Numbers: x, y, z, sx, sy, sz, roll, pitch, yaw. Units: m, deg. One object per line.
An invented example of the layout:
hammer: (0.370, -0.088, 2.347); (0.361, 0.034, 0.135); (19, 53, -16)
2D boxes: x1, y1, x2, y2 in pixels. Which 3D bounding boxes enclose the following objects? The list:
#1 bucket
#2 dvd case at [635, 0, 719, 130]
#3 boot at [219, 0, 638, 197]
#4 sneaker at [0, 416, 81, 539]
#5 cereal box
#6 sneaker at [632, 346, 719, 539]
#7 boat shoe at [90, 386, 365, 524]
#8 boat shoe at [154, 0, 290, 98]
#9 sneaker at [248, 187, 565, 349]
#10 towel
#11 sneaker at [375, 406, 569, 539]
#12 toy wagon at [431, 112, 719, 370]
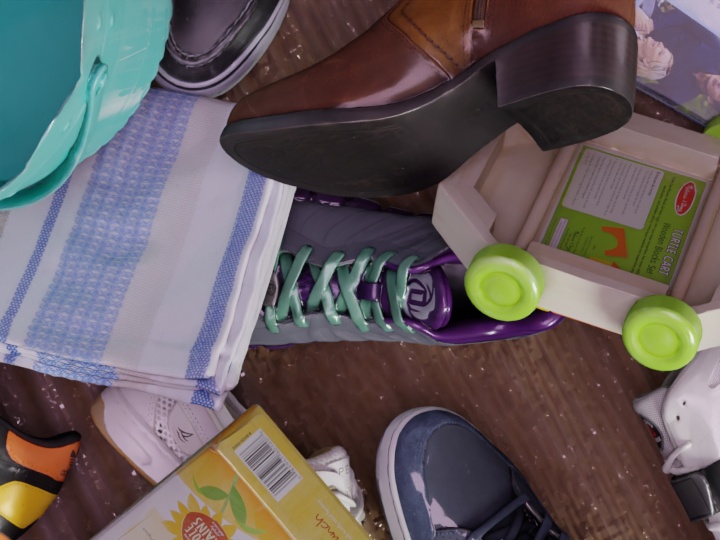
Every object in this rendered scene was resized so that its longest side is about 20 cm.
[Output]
bucket: (-0.181, -0.114, 1.099); (0.206, 0.135, 0.208); (2, 97, 17)
dvd case: (0.152, -0.148, 1.205); (0.199, 0.018, 0.143); (29, 94, 1)
boot: (0.029, -0.140, 1.148); (0.187, 0.068, 0.201); (-16, 58, 27)
sneaker: (-0.215, 0.043, 1.210); (0.200, 0.070, 0.090); (44, 87, -5)
cereal box: (-0.060, 0.161, 1.166); (0.144, 0.040, 0.200); (50, 135, -1)
sneaker: (0.165, 0.084, 1.196); (0.088, 0.074, 0.201); (2, 84, 2)
boat shoe: (-0.030, 0.108, 1.202); (0.200, 0.071, 0.069); (43, 94, 0)
boat shoe: (-0.048, -0.171, 1.185); (0.073, 0.068, 0.200); (26, 95, 0)
sneaker: (0.000, 0.000, 1.175); (0.199, 0.088, 0.075); (-1, 95, -6)
towel: (-0.129, -0.023, 1.172); (0.199, 0.024, 0.148); (11, 64, 14)
sneaker: (0.100, 0.137, 1.160); (0.077, 0.146, 0.203); (-37, 99, -34)
toy wagon: (0.134, -0.015, 1.146); (0.199, 0.155, 0.040); (18, 130, 9)
